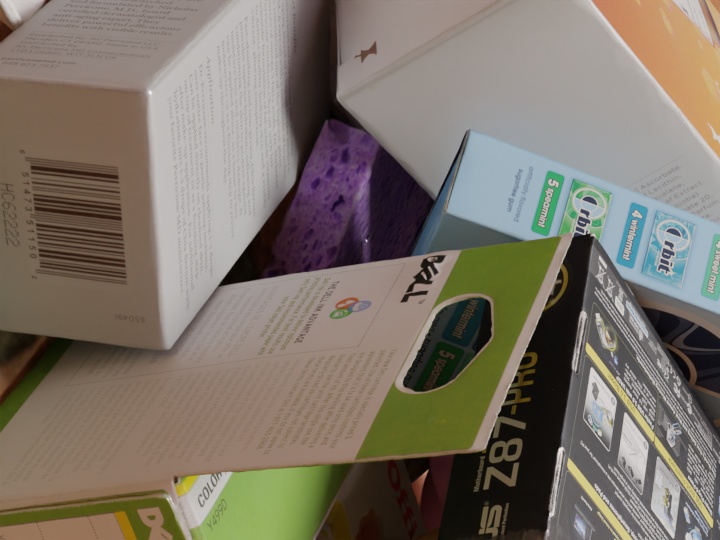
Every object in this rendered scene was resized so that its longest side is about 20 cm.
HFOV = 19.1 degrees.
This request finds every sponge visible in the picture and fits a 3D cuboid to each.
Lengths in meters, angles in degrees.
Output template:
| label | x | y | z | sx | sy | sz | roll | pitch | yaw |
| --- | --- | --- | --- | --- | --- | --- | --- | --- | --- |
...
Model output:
| label | x | y | z | sx | sy | sz | roll | pitch | yaw |
| --- | --- | --- | --- | --- | --- | --- | --- | --- | --- |
| sponge | 0.000 | 0.000 | 0.953 | 0.200 | 0.030 | 0.112 | 15 | 96 | -77 |

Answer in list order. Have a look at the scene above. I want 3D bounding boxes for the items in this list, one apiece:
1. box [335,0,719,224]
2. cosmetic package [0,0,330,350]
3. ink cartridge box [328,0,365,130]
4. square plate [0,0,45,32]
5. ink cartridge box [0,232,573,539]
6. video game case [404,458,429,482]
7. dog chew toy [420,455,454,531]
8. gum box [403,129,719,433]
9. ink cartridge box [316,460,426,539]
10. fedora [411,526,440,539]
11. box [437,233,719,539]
| label | x | y | z | sx | sy | sz | roll | pitch | yaw |
| --- | --- | --- | --- | --- | --- | --- | --- | --- | --- |
| box | 0.085 | -0.086 | 0.912 | 0.200 | 0.106 | 0.153 | 44 | 29 | -37 |
| cosmetic package | -0.072 | -0.062 | 0.808 | 0.200 | 0.071 | 0.102 | -56 | 149 | -59 |
| ink cartridge box | 0.066 | -0.137 | 1.075 | 0.057 | 0.200 | 0.163 | 48 | 2 | 34 |
| square plate | -0.146 | -0.219 | 0.771 | 0.201 | 0.028 | 0.199 | -77 | 149 | -43 |
| ink cartridge box | -0.027 | 0.064 | 0.728 | 0.148 | 0.199 | 0.076 | -58 | 135 | -58 |
| video game case | 0.058 | 0.010 | 1.080 | 0.200 | 0.023 | 0.183 | -27 | 136 | -70 |
| dog chew toy | 0.085 | 0.114 | 1.051 | 0.200 | 0.124 | 0.125 | 105 | -4 | -51 |
| gum box | 0.110 | 0.038 | 0.875 | 0.170 | 0.199 | 0.045 | 115 | -5 | -58 |
| ink cartridge box | -0.031 | 0.166 | 0.835 | 0.200 | 0.083 | 0.146 | -58 | 135 | -59 |
| fedora | 0.060 | 0.150 | 0.844 | 0.200 | 0.081 | 0.202 | 27 | 58 | -54 |
| box | 0.099 | 0.111 | 0.792 | 0.200 | 0.049 | 0.162 | 53 | 36 | -39 |
